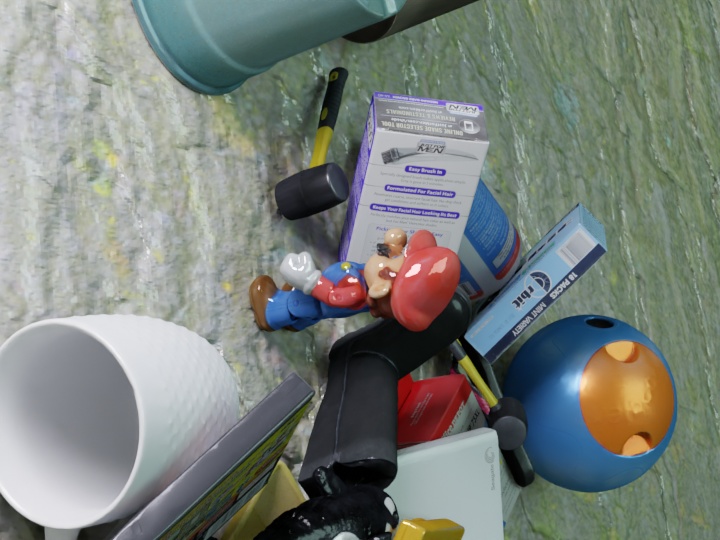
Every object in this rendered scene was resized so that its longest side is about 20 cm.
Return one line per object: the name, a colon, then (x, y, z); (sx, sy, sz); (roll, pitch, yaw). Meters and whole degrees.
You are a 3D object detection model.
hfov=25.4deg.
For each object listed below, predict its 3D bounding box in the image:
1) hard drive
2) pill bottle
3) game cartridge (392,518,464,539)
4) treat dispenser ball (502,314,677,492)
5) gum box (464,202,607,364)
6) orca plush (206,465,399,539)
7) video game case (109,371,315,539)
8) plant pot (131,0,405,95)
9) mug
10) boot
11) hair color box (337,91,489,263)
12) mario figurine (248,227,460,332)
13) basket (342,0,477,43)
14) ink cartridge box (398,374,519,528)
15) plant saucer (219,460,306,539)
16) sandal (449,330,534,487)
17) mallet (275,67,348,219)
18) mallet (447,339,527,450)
hard drive: (0.057, 0.237, 1.555); (0.199, 0.027, 0.133); (-10, 99, -39)
pill bottle: (0.081, -0.066, 1.686); (0.200, 0.112, 0.113); (51, 41, -39)
game cartridge: (0.031, 0.307, 1.438); (0.177, 0.032, 0.200); (-66, 163, -3)
treat dispenser ball: (0.261, 0.151, 1.828); (0.200, 0.200, 0.202); (24, 61, -53)
gum box: (0.191, 0.009, 1.730); (0.045, 0.170, 0.200); (44, 12, 0)
orca plush: (-0.044, 0.199, 1.330); (0.199, 0.105, 0.072); (-7, 91, -34)
video game case: (-0.125, 0.179, 1.182); (0.025, 0.181, 0.200); (43, 59, 10)
plant pot: (-0.072, -0.274, 1.422); (0.200, 0.195, 0.202); (22, 63, -54)
mug: (-0.180, 0.130, 1.196); (0.175, 0.147, 0.201); (-3, 111, -64)
boot: (0.026, 0.113, 1.461); (0.066, 0.164, 0.200); (47, 28, -19)
hair color box: (0.047, -0.069, 1.534); (0.065, 0.108, 0.201); (-93, -167, -47)
mario figurine: (0.000, 0.000, 1.449); (0.107, 0.199, 0.124); (65, 34, -23)
basket: (0.049, -0.322, 1.678); (0.200, 0.179, 0.137); (-37, 136, -46)
ink cartridge box: (0.085, 0.192, 1.656); (0.201, 0.067, 0.116); (63, 35, -24)
plant saucer: (-0.082, 0.300, 1.372); (0.201, 0.048, 0.200); (63, 36, -26)
sandal: (0.128, 0.144, 1.723); (0.075, 0.045, 0.201); (109, -41, -74)
mallet: (-0.027, -0.133, 1.559); (0.041, 0.065, 0.201); (52, 40, -35)
mallet: (0.107, 0.097, 1.618); (0.200, 0.041, 0.066); (54, 11, -18)
